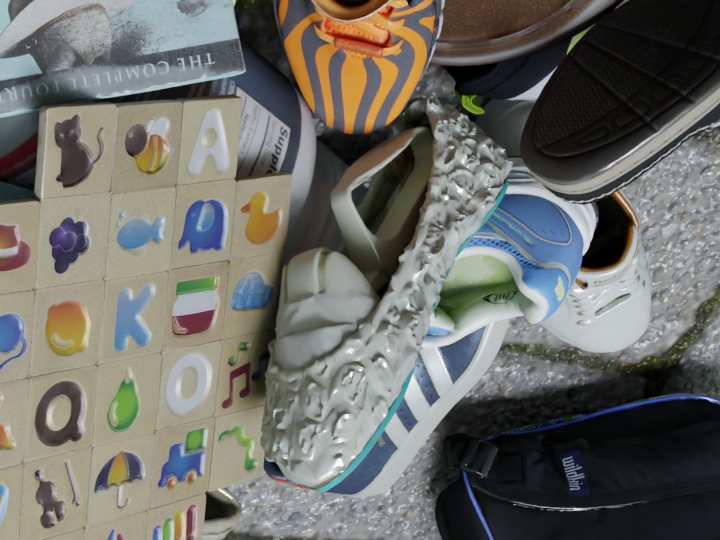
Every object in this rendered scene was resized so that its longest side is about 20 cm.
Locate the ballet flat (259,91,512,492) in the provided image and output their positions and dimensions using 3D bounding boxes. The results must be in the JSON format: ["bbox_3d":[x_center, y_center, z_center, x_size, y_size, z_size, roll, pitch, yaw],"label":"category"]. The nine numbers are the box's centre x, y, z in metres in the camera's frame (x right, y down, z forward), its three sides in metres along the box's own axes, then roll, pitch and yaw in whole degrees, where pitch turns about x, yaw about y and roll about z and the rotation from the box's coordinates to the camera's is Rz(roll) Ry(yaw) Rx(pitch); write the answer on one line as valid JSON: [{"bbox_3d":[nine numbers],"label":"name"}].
[{"bbox_3d":[0.000,0.000,0.763,0.071,0.201,0.072,18,141,15],"label":"ballet flat"}]

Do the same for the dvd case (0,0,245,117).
[{"bbox_3d":[-0.129,-0.159,0.655,0.145,0.022,0.202,-11,95,-15],"label":"dvd case"}]

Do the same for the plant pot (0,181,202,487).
[{"bbox_3d":[-0.164,0.060,0.766,0.198,0.135,0.201,14,159,6],"label":"plant pot"}]

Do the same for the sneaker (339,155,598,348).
[{"bbox_3d":[0.012,-0.006,0.862,0.198,0.077,0.076,-8,130,22],"label":"sneaker"}]

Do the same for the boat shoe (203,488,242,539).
[{"bbox_3d":[-0.141,0.109,0.931,0.062,0.072,0.200,-31,141,20],"label":"boat shoe"}]

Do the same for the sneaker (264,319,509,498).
[{"bbox_3d":[0.008,0.046,0.944,0.084,0.075,0.201,5,127,-34],"label":"sneaker"}]

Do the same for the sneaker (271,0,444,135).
[{"bbox_3d":[-0.005,-0.114,0.700,0.077,0.113,0.201,6,133,3],"label":"sneaker"}]

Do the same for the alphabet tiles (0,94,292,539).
[{"bbox_3d":[-0.091,0.033,0.699,0.166,0.006,0.202,-10,112,-48],"label":"alphabet tiles"}]

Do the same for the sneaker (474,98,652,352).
[{"bbox_3d":[0.116,-0.003,0.947,0.072,0.085,0.200,-32,136,3],"label":"sneaker"}]

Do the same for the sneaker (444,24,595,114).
[{"bbox_3d":[0.073,-0.150,0.805,0.082,0.072,0.201,-12,133,-14],"label":"sneaker"}]

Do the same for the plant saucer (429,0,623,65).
[{"bbox_3d":[0.037,-0.161,0.750,0.198,0.032,0.202,4,132,4],"label":"plant saucer"}]

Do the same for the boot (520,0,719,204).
[{"bbox_3d":[0.169,-0.070,0.813,0.200,0.073,0.151,-45,139,-12],"label":"boot"}]

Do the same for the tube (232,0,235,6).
[{"bbox_3d":[-0.049,-0.193,0.694,0.058,0.052,0.202,-31,136,-53],"label":"tube"}]

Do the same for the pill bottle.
[{"bbox_3d":[-0.089,-0.055,0.779,0.119,0.120,0.200,-41,134,13],"label":"pill bottle"}]

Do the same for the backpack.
[{"bbox_3d":[0.158,0.172,1.061,0.198,0.184,0.147,-15,157,-17],"label":"backpack"}]
